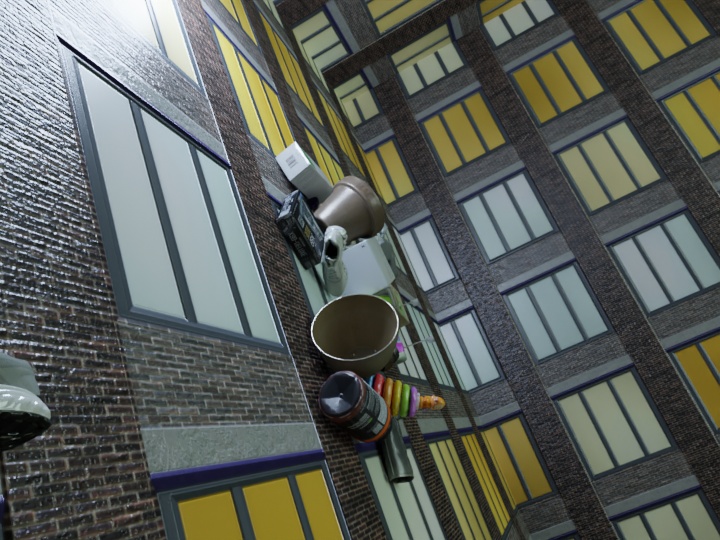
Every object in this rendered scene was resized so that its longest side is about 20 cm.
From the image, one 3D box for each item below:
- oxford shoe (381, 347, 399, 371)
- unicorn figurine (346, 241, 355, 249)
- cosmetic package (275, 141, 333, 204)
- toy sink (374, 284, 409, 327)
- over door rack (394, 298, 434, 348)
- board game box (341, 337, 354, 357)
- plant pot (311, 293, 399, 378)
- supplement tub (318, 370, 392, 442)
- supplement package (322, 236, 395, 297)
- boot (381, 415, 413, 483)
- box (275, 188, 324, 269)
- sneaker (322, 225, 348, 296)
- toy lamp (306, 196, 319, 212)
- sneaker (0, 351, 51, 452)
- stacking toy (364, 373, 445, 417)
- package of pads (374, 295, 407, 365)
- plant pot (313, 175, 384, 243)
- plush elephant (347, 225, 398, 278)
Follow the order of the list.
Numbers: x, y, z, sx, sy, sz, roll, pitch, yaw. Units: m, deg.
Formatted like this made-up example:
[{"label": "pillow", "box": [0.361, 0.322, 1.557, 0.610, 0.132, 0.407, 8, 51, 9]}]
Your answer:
[{"label": "oxford shoe", "box": [0.018, 0.176, 1.443, 0.200, 0.073, 0.084, 49, 43, -4]}, {"label": "unicorn figurine", "box": [-0.068, -0.141, 1.896, 0.137, 0.073, 0.201, 46, 22, -55]}, {"label": "cosmetic package", "box": [-0.168, -0.295, 1.736, 0.108, 0.085, 0.200, 56, 8, 24]}, {"label": "toy sink", "box": [0.076, 0.113, 1.893, 0.200, 0.111, 0.131, 46, 21, -56]}, {"label": "over door rack", "box": [0.120, 0.175, 1.754, 0.067, 0.198, 0.149, 101, -29, -63]}, {"label": "board game box", "box": [-0.035, 0.191, 1.437, 0.201, 0.034, 0.135, 65, 12, 6]}, {"label": "plant pot", "box": [-0.004, 0.172, 1.295, 0.201, 0.199, 0.135, -102, -178, -50]}, {"label": "supplement tub", "box": [-0.001, 0.299, 1.191, 0.200, 0.106, 0.107, 52, 16, -47]}, {"label": "supplement package", "box": [0.000, 0.000, 1.706, 0.153, 0.150, 0.200, 64, 12, -1]}, {"label": "boot", "box": [0.095, 0.430, 1.414, 0.181, 0.072, 0.201, 22, 35, -53]}, {"label": "box", "box": [-0.157, -0.114, 1.510, 0.158, 0.049, 0.200, 61, 12, -21]}, {"label": "sneaker", "box": [-0.075, -0.015, 1.507, 0.081, 0.074, 0.202, -72, 162, -64]}, {"label": "toy lamp", "box": [-0.105, -0.144, 1.784, 0.200, 0.058, 0.058, 55, 15, -37]}, {"label": "sneaker", "box": [-0.317, 0.076, 0.400, 0.080, 0.074, 0.200, 60, 2, 30]}, {"label": "stacking toy", "box": [0.103, 0.310, 1.337, 0.116, 0.198, 0.110, 90, 9, -53]}, {"label": "package of pads", "box": [0.039, 0.169, 1.576, 0.154, 0.068, 0.201, 6, 61, -46]}, {"label": "plant pot", "box": [-0.053, -0.156, 1.676, 0.200, 0.174, 0.201, 35, -34, 28]}, {"label": "plush elephant", "box": [0.035, -0.065, 2.040, 0.164, 0.154, 0.202, 0, 91, -39]}]
